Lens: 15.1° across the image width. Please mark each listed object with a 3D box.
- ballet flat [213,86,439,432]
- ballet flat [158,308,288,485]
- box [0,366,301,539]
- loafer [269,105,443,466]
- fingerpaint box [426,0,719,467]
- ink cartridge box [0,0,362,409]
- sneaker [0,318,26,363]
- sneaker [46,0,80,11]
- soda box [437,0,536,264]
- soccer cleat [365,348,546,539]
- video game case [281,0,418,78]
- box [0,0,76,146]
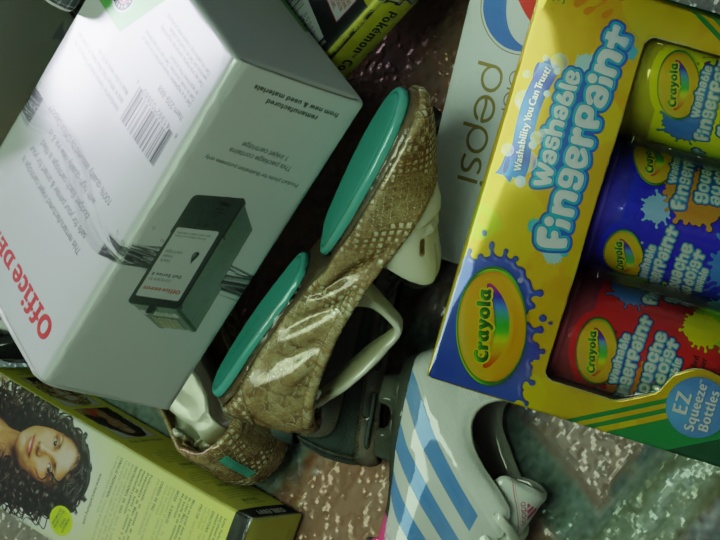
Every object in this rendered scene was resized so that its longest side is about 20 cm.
[{"bbox_3d":[0.000,0.000,1.333,0.065,0.071,0.200,28,119,-10],"label":"ballet flat"},{"bbox_3d":[-0.102,0.025,1.468,0.071,0.065,0.200,-39,67,16],"label":"ballet flat"},{"bbox_3d":[-0.131,0.125,1.497,0.200,0.050,0.075,25,103,31],"label":"box"},{"bbox_3d":[0.014,0.008,1.405,0.063,0.072,0.200,25,110,12],"label":"loafer"},{"bbox_3d":[0.139,-0.024,1.272,0.167,0.073,0.200,18,99,5],"label":"fingerpaint box"},{"bbox_3d":[-0.107,-0.053,1.375,0.200,0.084,0.146,-57,41,20],"label":"ink cartridge box"},{"bbox_3d":[-0.240,0.009,1.549,0.200,0.088,0.076,10,94,33],"label":"sneaker"},{"bbox_3d":[-0.202,-0.203,1.430,0.200,0.076,0.081,30,105,42],"label":"sneaker"},{"bbox_3d":[0.090,-0.097,1.351,0.068,0.064,0.200,18,99,33],"label":"soda box"},{"bbox_3d":[0.047,0.140,1.370,0.086,0.070,0.200,7,97,18],"label":"soccer cleat"},{"bbox_3d":[-0.008,-0.208,1.400,0.181,0.025,0.200,-46,47,28],"label":"video game case"},{"bbox_3d":[-0.277,-0.124,1.533,0.200,0.109,0.128,7,56,35],"label":"box"}]
